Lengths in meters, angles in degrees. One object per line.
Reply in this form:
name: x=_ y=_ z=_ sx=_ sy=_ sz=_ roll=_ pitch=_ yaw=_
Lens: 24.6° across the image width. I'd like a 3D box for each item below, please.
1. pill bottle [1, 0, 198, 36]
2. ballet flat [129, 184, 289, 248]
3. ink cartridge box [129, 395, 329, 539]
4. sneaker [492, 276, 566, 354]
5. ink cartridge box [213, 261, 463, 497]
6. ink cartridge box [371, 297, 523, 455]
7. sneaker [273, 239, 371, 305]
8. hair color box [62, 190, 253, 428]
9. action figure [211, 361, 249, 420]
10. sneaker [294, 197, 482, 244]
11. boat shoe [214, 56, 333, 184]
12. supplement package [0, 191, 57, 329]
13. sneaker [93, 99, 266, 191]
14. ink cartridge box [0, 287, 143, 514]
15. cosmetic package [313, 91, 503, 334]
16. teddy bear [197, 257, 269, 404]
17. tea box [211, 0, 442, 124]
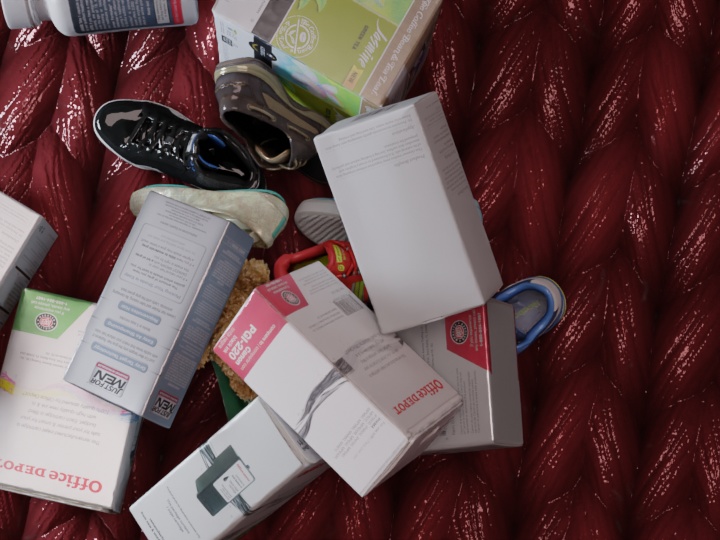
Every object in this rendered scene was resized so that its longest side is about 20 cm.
pill bottle: x=-0.273 y=-0.308 z=1.726 sx=0.198 sy=0.120 sz=0.121 roll=-6 pitch=82 yaw=-3
ballet flat: x=-0.165 y=-0.051 z=1.676 sx=0.198 sy=0.068 sz=0.063 roll=0 pitch=55 yaw=33
ink cartridge box: x=-0.105 y=0.193 z=1.601 sx=0.200 sy=0.146 sz=0.083 roll=-40 pitch=80 yaw=26
sneaker: x=0.127 y=0.073 z=1.700 sx=0.200 sy=0.082 sz=0.074 roll=-40 pitch=86 yaw=-1
ink cartridge box: x=-0.017 y=0.098 z=1.537 sx=0.200 sy=0.145 sz=0.085 roll=42 pitch=114 yaw=12
ink cartridge box: x=0.054 y=0.111 z=1.652 sx=0.198 sy=0.083 sz=0.147 roll=-8 pitch=80 yaw=26
sneaker: x=0.000 y=0.000 z=1.666 sx=0.198 sy=0.085 sz=0.078 roll=-12 pitch=68 yaw=28
hair color box: x=-0.192 y=0.037 z=1.576 sx=0.098 sy=0.061 sz=0.201 roll=20 pitch=81 yaw=25
action figure: x=-0.130 y=0.050 z=1.713 sx=0.117 sy=0.055 sz=0.201 roll=-29 pitch=79 yaw=-3
sneaker: x=0.032 y=-0.057 z=1.735 sx=0.198 sy=0.074 sz=0.082 roll=11 pitch=52 yaw=4
boat shoe: x=-0.086 y=-0.136 z=1.683 sx=0.074 sy=0.200 sz=0.074 roll=-12 pitch=54 yaw=36
supplement package: x=-0.415 y=0.010 z=1.673 sx=0.121 sy=0.120 sz=0.201 roll=30 pitch=81 yaw=1
sneaker: x=-0.187 y=-0.135 z=1.707 sx=0.199 sy=0.112 sz=0.074 roll=25 pitch=80 yaw=2
ink cartridge box: x=-0.293 y=0.135 z=1.675 sx=0.144 sy=0.088 sz=0.202 roll=12 pitch=79 yaw=0
cosmetic package: x=0.047 y=-0.054 z=1.551 sx=0.112 sy=0.081 sz=0.202 roll=-15 pitch=101 yaw=22
teddy bear: x=-0.135 y=0.045 z=1.640 sx=0.144 sy=0.067 sz=0.201 roll=-26 pitch=68 yaw=-23
tea box: x=-0.035 y=-0.240 z=1.684 sx=0.196 sy=0.200 sz=0.134 roll=29 pitch=81 yaw=3
